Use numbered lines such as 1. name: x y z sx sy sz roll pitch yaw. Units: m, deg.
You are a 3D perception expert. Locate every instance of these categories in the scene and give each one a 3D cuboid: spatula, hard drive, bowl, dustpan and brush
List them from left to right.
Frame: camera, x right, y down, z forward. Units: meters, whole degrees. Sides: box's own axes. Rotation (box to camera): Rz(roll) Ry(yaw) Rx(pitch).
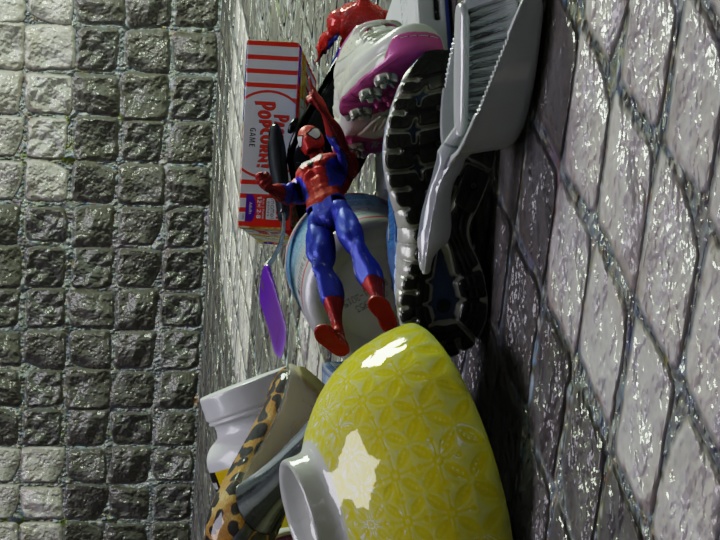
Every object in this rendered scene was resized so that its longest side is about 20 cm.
1. spatula: -0.064 -0.027 1.533 0.057 0.020 0.201 105 168 -58
2. bowl: 0.011 0.144 1.285 0.200 0.107 0.202 164 90 -76
3. hard drive: 0.038 -0.154 1.566 0.200 0.025 0.133 112 157 -66
4. dustpan and brush: 0.068 -0.095 1.257 0.140 0.057 0.202 -123 35 -74

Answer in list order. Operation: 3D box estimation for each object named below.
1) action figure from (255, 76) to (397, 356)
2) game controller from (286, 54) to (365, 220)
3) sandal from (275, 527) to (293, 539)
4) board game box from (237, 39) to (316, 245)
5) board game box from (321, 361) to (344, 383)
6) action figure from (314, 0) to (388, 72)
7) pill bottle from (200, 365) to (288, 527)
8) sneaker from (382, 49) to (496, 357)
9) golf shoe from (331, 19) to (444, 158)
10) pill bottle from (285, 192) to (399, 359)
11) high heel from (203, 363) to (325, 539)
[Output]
1. action figure: -0.031 -0.048 1.384 0.099 0.065 0.201 54 -165 -40
2. game controller: -0.023 -0.104 1.609 0.200 0.042 0.105 85 -155 -74
3. sandal: -0.020 0.263 1.536 0.050 0.083 0.203 21 157 45
4. board game box: -0.070 -0.103 1.709 0.200 0.046 0.153 48 -135 -87
5. board game box: 0.008 0.141 1.612 0.200 0.061 0.201 106 161 -60
6. action figure: -0.006 -0.179 1.723 0.201 0.065 0.052 101 172 -54
7. pill bottle: -0.064 0.189 1.717 0.112 0.112 0.201 154 95 -80
8. sneaker: 0.044 -0.048 1.353 0.089 0.078 0.202 -135 46 -74
9. golf shoe: 0.013 -0.145 1.431 0.200 0.075 0.092 130 134 -71
10. pill bottle: 0.000 0.000 1.526 0.200 0.108 0.110 -127 39 -77
11. high heel: -0.073 0.145 1.508 0.143 0.071 0.200 -48 8 6
